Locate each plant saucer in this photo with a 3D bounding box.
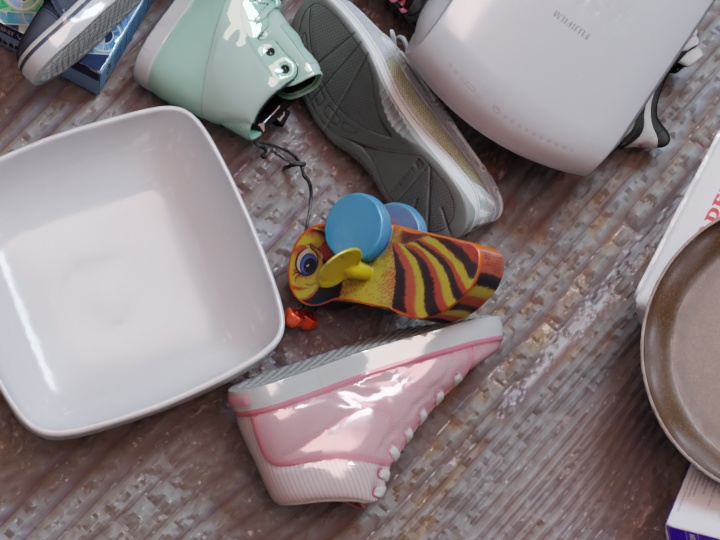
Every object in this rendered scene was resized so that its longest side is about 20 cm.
[{"bbox_3d":[0.284,0.053,1.605,0.200,0.032,0.201,-2,79,10],"label":"plant saucer"}]

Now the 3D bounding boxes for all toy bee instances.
[{"bbox_3d":[0.000,0.000,1.665,0.131,0.200,0.109,16,99,-37],"label":"toy bee"}]

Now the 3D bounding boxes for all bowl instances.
[{"bbox_3d":[-0.169,0.009,1.645,0.200,0.075,0.200,-20,76,-14],"label":"bowl"}]

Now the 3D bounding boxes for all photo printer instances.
[{"bbox_3d":[0.139,-0.176,1.663,0.166,0.069,0.200,34,91,-12],"label":"photo printer"}]

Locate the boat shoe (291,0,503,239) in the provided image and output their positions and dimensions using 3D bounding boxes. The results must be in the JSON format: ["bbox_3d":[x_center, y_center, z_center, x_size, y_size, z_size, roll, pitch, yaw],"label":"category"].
[{"bbox_3d":[0.024,-0.109,1.716,0.202,0.074,0.065,52,37,13],"label":"boat shoe"}]

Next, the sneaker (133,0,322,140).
[{"bbox_3d":[-0.056,-0.186,1.702,0.118,0.074,0.201,32,92,14],"label":"sneaker"}]

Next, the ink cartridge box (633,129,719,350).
[{"bbox_3d":[0.306,0.010,1.670,0.200,0.084,0.145,26,83,13],"label":"ink cartridge box"}]

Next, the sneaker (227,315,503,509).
[{"bbox_3d":[0.014,0.099,1.646,0.200,0.075,0.105,-18,94,-23],"label":"sneaker"}]

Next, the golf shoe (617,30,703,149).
[{"bbox_3d":[0.203,-0.181,1.759,0.092,0.073,0.200,18,80,-6],"label":"golf shoe"}]

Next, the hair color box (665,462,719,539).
[{"bbox_3d":[0.314,0.163,1.615,0.200,0.065,0.109,11,55,25],"label":"hair color box"}]

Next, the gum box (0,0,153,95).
[{"bbox_3d":[-0.212,-0.249,1.737,0.170,0.045,0.200,27,70,1],"label":"gum box"}]

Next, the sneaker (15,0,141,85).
[{"bbox_3d":[-0.179,-0.210,1.666,0.079,0.078,0.200,42,60,0],"label":"sneaker"}]

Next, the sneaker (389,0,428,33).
[{"bbox_3d":[0.020,-0.222,1.729,0.095,0.079,0.200,-12,64,-38],"label":"sneaker"}]
